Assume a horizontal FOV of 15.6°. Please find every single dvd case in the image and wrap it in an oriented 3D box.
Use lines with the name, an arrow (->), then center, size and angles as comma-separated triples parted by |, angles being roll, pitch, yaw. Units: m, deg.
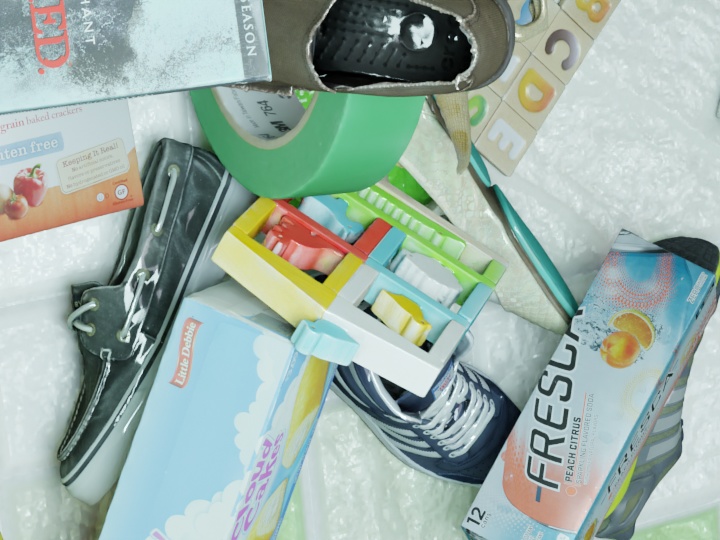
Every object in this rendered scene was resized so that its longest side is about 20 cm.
dvd case -> -0.146, -0.144, 1.184 | 0.198, 0.022, 0.147 | -7, 89, -2

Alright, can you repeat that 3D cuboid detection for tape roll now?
tape roll -> -0.032, -0.139, 1.351 | 0.048, 0.200, 0.202 | -6, 101, -29

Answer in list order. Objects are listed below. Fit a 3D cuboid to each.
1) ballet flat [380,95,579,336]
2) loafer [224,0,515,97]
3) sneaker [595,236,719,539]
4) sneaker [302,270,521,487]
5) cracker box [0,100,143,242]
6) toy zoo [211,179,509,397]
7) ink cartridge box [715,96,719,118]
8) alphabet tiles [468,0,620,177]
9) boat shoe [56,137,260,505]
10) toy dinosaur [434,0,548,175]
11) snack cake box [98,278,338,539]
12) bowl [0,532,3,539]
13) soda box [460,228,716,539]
ballet flat -> 0.056, -0.034, 1.506 | 0.062, 0.068, 0.201 | -29, 113, 9
loafer -> -0.027, -0.118, 1.221 | 0.198, 0.071, 0.074 | 2, 101, 4
sneaker -> 0.168, 0.072, 1.593 | 0.081, 0.074, 0.201 | 42, 73, -51
sneaker -> 0.046, 0.072, 1.485 | 0.200, 0.108, 0.070 | 38, 78, -30
cracker box -> -0.194, -0.117, 1.340 | 0.133, 0.058, 0.202 | -16, 105, -28
toy zoo -> 0.000, 0.000, 1.384 | 0.131, 0.200, 0.021 | 33, 115, 4
ink cartridge box -> 0.307, -0.173, 1.583 | 0.082, 0.146, 0.202 | 9, 94, -34
alphabet tiles -> 0.066, -0.156, 1.522 | 0.167, 0.008, 0.201 | 39, 77, -30
boat shoe -> -0.125, 0.024, 1.407 | 0.071, 0.072, 0.201 | 26, 79, -15
toy dinosaur -> 0.048, -0.137, 1.458 | 0.100, 0.058, 0.201 | -11, 70, -24
snack cake box -> -0.078, 0.109, 1.385 | 0.067, 0.115, 0.201 | 22, 103, 11
bowl -> -0.253, 0.178, 1.323 | 0.199, 0.107, 0.202 | -6, 101, -31
soda box -> 0.132, 0.082, 1.506 | 0.201, 0.063, 0.068 | -61, 164, -12
